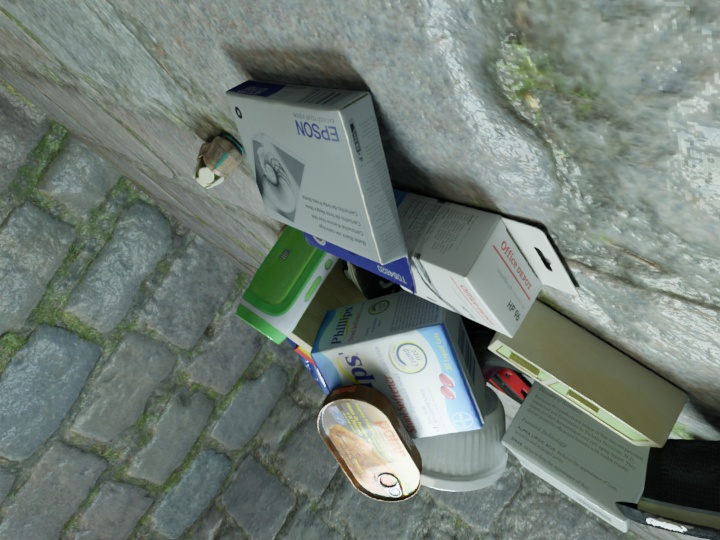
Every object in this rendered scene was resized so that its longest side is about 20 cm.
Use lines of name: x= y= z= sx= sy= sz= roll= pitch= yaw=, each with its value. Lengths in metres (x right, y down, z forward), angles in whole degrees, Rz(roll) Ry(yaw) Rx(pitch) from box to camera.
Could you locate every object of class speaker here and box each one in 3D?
speaker: x=-0.087 y=-0.004 z=0.814 sx=0.087 sy=0.202 sz=0.089 roll=32 pitch=170 yaw=6

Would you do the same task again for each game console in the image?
game console: x=0.245 y=0.186 z=1.123 sx=0.200 sy=0.031 sz=0.176 roll=43 pitch=173 yaw=-35

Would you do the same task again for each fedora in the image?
fedora: x=0.373 y=0.226 z=0.617 sx=0.195 sy=0.094 sz=0.201 roll=8 pitch=166 yaw=2

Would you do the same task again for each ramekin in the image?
ramekin: x=0.143 y=0.250 z=0.955 sx=0.195 sy=0.108 sz=0.201 roll=2 pitch=-163 yaw=-1

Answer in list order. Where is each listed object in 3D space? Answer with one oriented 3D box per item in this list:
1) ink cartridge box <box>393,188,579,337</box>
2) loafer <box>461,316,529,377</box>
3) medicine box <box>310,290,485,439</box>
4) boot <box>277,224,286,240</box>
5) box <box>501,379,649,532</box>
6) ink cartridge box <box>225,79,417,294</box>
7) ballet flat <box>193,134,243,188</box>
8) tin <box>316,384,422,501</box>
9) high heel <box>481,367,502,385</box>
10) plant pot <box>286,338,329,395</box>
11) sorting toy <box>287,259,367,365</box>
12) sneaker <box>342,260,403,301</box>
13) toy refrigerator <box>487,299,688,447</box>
ink cartridge box: x=0.099 y=-0.006 z=0.583 sx=0.198 sy=0.069 sz=0.116 roll=23 pitch=165 yaw=48
loafer: x=0.185 y=0.128 z=0.904 sx=0.073 sy=0.073 sz=0.198 roll=42 pitch=167 yaw=-35
medicine box: x=0.058 y=0.137 z=0.838 sx=0.196 sy=0.104 sz=0.185 roll=-15 pitch=116 yaw=21
boot: x=-0.095 y=0.006 z=1.169 sx=0.155 sy=0.073 sz=0.201 roll=46 pitch=169 yaw=16
box: x=0.348 y=0.283 z=0.918 sx=0.198 sy=0.132 sz=0.199 roll=28 pitch=168 yaw=34
ink cartridge box: x=-0.041 y=-0.077 z=0.576 sx=0.198 sy=0.040 sz=0.203 roll=24 pitch=140 yaw=47
ballet flat: x=-0.234 y=-0.166 z=0.932 sx=0.068 sy=0.068 sz=0.200 roll=37 pitch=170 yaw=-14
tin: x=0.016 y=0.244 z=0.830 sx=0.110 sy=0.042 sz=0.203 roll=-16 pitch=116 yaw=26
high heel: x=0.152 y=0.155 z=1.011 sx=0.199 sy=0.095 sz=0.069 roll=28 pitch=144 yaw=58
plant pot: x=-0.066 y=0.123 z=1.285 sx=0.200 sy=0.199 sz=0.181 roll=43 pitch=171 yaw=45
sorting toy: x=-0.071 y=0.046 z=0.971 sx=0.199 sy=0.201 sz=0.069 roll=38 pitch=141 yaw=-18
sneaker: x=0.000 y=0.000 z=0.913 sx=0.114 sy=0.077 sz=0.201 roll=26 pitch=169 yaw=31
toy refrigerator: x=0.245 y=0.114 z=0.660 sx=0.198 sy=0.071 sz=0.076 roll=34 pitch=170 yaw=10
